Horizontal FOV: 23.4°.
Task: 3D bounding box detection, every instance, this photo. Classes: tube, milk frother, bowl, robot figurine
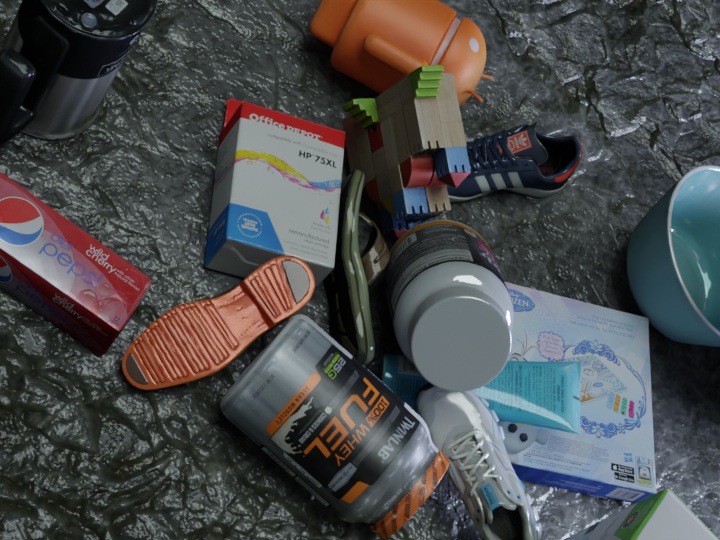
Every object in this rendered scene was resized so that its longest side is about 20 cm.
[{"bbox_3d":[0.118,0.115,1.694,0.198,0.050,0.078,5,66,-1],"label":"tube"},{"bbox_3d":[-0.317,-0.241,1.615,0.180,0.188,0.201,-28,79,-35],"label":"milk frother"},{"bbox_3d":[0.363,-0.001,1.867,0.200,0.105,0.203,16,63,-35],"label":"bowl"},{"bbox_3d":[0.048,-0.238,1.833,0.199,0.144,0.117,29,72,0],"label":"robot figurine"}]

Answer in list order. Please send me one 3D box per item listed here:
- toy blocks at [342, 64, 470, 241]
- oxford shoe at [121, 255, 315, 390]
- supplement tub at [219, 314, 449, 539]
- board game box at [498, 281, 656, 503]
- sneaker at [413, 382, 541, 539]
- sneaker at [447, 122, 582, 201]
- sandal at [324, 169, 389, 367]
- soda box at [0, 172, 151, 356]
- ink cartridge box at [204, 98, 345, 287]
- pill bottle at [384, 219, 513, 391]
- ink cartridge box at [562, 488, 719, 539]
[{"bbox_3d":[0.047,-0.108,1.739,0.099,0.200,0.138,-5,79,-29],"label":"toy blocks"},{"bbox_3d":[-0.133,0.058,1.634,0.199,0.073,0.072,-27,83,-15],"label":"oxford shoe"},{"bbox_3d":[-0.022,0.147,1.605,0.200,0.123,0.123,41,55,-2],"label":"supplement tub"},{"bbox_3d":[0.205,0.123,1.778,0.198,0.043,0.201,14,60,-19],"label":"board game box"},{"bbox_3d":[0.117,0.193,1.637,0.075,0.087,0.201,-31,96,3],"label":"sneaker"},{"bbox_3d":[0.147,-0.123,1.850,0.198,0.085,0.076,-5,67,-28],"label":"sneaker"},{"bbox_3d":[0.000,0.001,1.720,0.057,0.080,0.203,1,74,-20],"label":"sandal"},{"bbox_3d":[-0.293,-0.012,1.587,0.199,0.063,0.070,35,55,-6],"label":"soda box"},{"bbox_3d":[-0.082,-0.089,1.729,0.115,0.067,0.202,15,59,-19],"label":"ink cartridge box"},{"bbox_3d":[0.085,0.034,1.664,0.116,0.117,0.200,25,16,-13],"label":"pill bottle"},{"bbox_3d":[0.222,0.303,1.599,0.084,0.200,0.146,44,55,-2],"label":"ink cartridge box"}]
